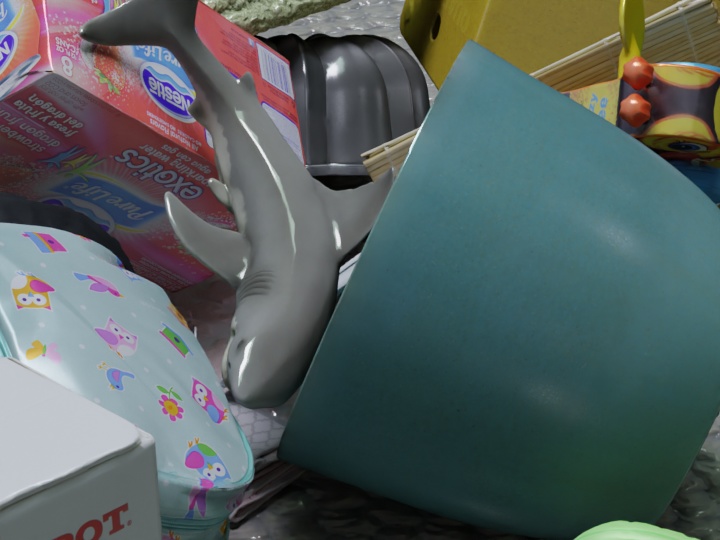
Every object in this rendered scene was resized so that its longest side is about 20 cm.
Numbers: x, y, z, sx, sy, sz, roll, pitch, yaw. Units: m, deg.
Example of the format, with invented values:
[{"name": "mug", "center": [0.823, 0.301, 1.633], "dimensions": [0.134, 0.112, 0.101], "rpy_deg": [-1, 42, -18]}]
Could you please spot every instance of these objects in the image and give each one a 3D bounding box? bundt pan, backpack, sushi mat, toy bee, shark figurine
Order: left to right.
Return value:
[{"name": "backpack", "center": [-0.133, 0.061, 0.939], "dimensions": [0.167, 0.127, 0.200], "rpy_deg": [7, 39, -38]}, {"name": "bundt pan", "center": [-0.053, -0.096, 1.284], "dimensions": [0.201, 0.076, 0.202], "rpy_deg": [0, 6, 0]}, {"name": "shark figurine", "center": [-0.033, -0.043, 1.002], "dimensions": [0.089, 0.215, 0.128], "rpy_deg": [-26, -19, 24]}, {"name": "sushi mat", "center": [0.105, -0.074, 1.197], "dimensions": [0.200, 0.096, 0.012], "rpy_deg": [-25, 52, 9]}, {"name": "toy bee", "center": [0.140, -0.079, 1.086], "dimensions": [0.109, 0.200, 0.131], "rpy_deg": [15, 55, -44]}]

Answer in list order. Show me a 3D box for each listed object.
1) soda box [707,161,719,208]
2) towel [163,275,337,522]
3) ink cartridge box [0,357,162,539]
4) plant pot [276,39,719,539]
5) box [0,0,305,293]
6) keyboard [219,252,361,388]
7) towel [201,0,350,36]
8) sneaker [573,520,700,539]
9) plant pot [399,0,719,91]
[{"name": "soda box", "center": [0.250, -0.064, 1.195], "dimensions": [0.200, 0.068, 0.064], "rpy_deg": [-14, -10, -15]}, {"name": "towel", "center": [-0.082, 0.042, 1.131], "dimensions": [0.200, 0.032, 0.191], "rpy_deg": [18, 32, 31]}, {"name": "ink cartridge box", "center": [-0.138, 0.148, 0.735], "dimensions": [0.144, 0.200, 0.084], "rpy_deg": [-23, 35, -38]}, {"name": "plant pot", "center": [0.077, 0.025, 0.992], "dimensions": [0.161, 0.201, 0.201], "rpy_deg": [25, 30, 3]}, {"name": "box", "center": [-0.119, -0.077, 1.085], "dimensions": [0.095, 0.200, 0.103], "rpy_deg": [-25, 59, 26]}, {"name": "keyboard", "center": [0.000, 0.000, 1.128], "dimensions": [0.011, 0.056, 0.200], "rpy_deg": [50, 42, 4]}, {"name": "towel", "center": [-0.060, -0.159, 1.247], "dimensions": [0.200, 0.037, 0.148], "rpy_deg": [-23, 20, -38]}, {"name": "sneaker", "center": [0.163, 0.157, 0.872], "dimensions": [0.200, 0.077, 0.084], "rpy_deg": [7, 45, 22]}, {"name": "plant pot", "center": [0.134, -0.158, 1.285], "dimensions": [0.176, 0.200, 0.200], "rpy_deg": [11, 23, -18]}]
